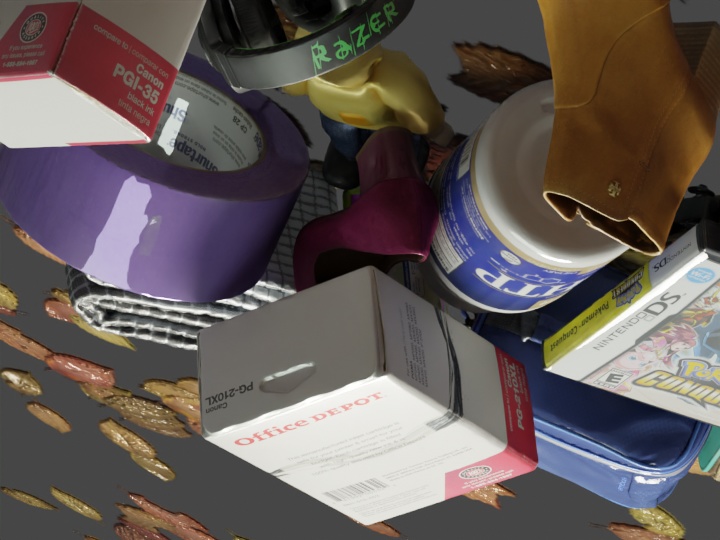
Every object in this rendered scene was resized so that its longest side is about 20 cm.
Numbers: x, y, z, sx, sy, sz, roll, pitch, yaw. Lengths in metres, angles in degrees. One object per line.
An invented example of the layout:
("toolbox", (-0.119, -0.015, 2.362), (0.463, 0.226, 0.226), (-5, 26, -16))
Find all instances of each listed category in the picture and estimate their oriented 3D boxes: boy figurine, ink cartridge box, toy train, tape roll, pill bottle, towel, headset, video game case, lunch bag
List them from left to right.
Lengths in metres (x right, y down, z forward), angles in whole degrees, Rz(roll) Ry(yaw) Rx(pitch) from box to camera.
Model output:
("ink cartridge box", (-0.153, -0.177, 1.479), (0.083, 0.201, 0.146), (34, 159, -37))
("tape roll", (-0.140, -0.071, 1.738), (0.199, 0.200, 0.085), (24, 117, -1))
("towel", (-0.113, -0.018, 1.851), (0.199, 0.166, 0.086), (12, 126, -17))
("headset", (-0.052, -0.169, 1.533), (0.200, 0.123, 0.094), (26, 146, 59))
("boy figurine", (0.001, -0.112, 1.680), (0.124, 0.065, 0.200), (21, 164, 15))
("ink cartridge box", (0.005, 0.086, 1.718), (0.144, 0.085, 0.200), (-21, 148, 26))
("pill bottle", (0.104, -0.038, 1.664), (0.119, 0.120, 0.200), (26, 161, -7))
("lunch bag", (0.161, 0.068, 1.853), (0.199, 0.136, 0.132), (23, 161, 8))
("video game case", (0.250, 0.045, 1.705), (0.199, 0.026, 0.181), (19, 144, -25))
("toy train", (0.256, -0.037, 1.628), (0.046, 0.034, 0.200), (23, 164, -35))

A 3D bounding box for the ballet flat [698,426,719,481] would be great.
("ballet flat", (0.300, 0.108, 1.932), (0.065, 0.071, 0.200), (-1, 164, -4))

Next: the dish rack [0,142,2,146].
("dish rack", (-0.183, -0.074, 2.012), (0.199, 0.055, 0.154), (18, 159, 22))

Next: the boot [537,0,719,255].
("boot", (0.125, -0.108, 1.419), (0.201, 0.144, 0.071), (37, 156, -32))

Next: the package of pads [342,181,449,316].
("package of pads", (0.030, 0.036, 1.896), (0.068, 0.155, 0.200), (-7, 156, 3))

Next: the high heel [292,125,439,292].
("high heel", (0.000, 0.000, 1.693), (0.067, 0.096, 0.200), (0, 146, -14))

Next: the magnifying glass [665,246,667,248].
("magnifying glass", (0.287, 0.034, 1.790), (0.200, 0.022, 0.080), (34, 159, -24))
